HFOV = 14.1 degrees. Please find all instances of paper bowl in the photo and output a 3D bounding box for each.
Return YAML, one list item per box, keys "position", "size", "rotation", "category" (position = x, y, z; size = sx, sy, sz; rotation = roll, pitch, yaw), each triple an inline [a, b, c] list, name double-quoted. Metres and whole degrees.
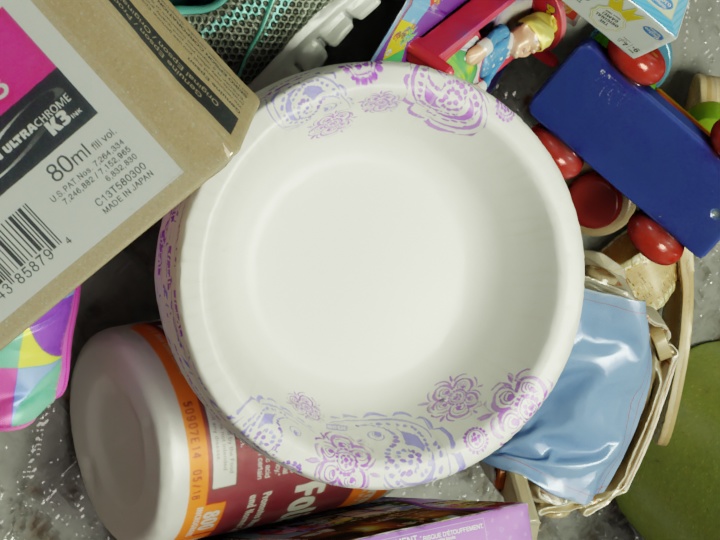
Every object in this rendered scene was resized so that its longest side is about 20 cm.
- position: [0.000, 0.000, 1.402]
  size: [0.199, 0.104, 0.202]
  rotation: [-1, 94, -13]
  category: "paper bowl"

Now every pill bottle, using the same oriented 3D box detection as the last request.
- position: [-0.039, 0.071, 1.508]
  size: [0.199, 0.114, 0.115]
  rotation: [-10, 118, -30]
  category: "pill bottle"

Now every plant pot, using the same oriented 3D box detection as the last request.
- position: [0.248, 0.136, 1.692]
  size: [0.199, 0.184, 0.202]
  rotation: [-16, 122, -27]
  category: "plant pot"

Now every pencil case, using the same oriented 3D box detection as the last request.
- position: [-0.166, -0.025, 1.391]
  size: [0.088, 0.088, 0.201]
  rotation: [-2, 117, -34]
  category: "pencil case"

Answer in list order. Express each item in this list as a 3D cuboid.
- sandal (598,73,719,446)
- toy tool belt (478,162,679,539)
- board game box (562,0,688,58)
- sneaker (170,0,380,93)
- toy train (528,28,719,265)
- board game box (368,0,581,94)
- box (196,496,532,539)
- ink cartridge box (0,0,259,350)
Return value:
- position: [0.157, -0.010, 1.648]
  size: [0.069, 0.078, 0.213]
  rotation: [9, 103, -4]
  category: "sandal"
- position: [0.112, 0.042, 1.568]
  size: [0.124, 0.123, 0.201]
  rotation: [12, 111, 1]
  category: "toy tool belt"
- position: [0.093, -0.216, 1.424]
  size: [0.200, 0.034, 0.135]
  rotation: [37, 57, -23]
  category: "board game box"
- position: [-0.031, -0.161, 1.425]
  size: [0.200, 0.077, 0.091]
  rotation: [-51, 123, -7]
  category: "sneaker"
- position: [0.186, -0.053, 1.545]
  size: [0.200, 0.116, 0.085]
  rotation: [40, 114, -3]
  category: "toy train"
- position: [0.068, -0.118, 1.485]
  size: [0.201, 0.039, 0.158]
  rotation: [-59, 158, 9]
  category: "board game box"
- position: [-0.020, 0.147, 1.508]
  size: [0.136, 0.200, 0.039]
  rotation: [-8, 92, -31]
  category: "box"
- position: [-0.172, -0.064, 1.288]
  size: [0.200, 0.075, 0.165]
  rotation: [-39, 104, 20]
  category: "ink cartridge box"
